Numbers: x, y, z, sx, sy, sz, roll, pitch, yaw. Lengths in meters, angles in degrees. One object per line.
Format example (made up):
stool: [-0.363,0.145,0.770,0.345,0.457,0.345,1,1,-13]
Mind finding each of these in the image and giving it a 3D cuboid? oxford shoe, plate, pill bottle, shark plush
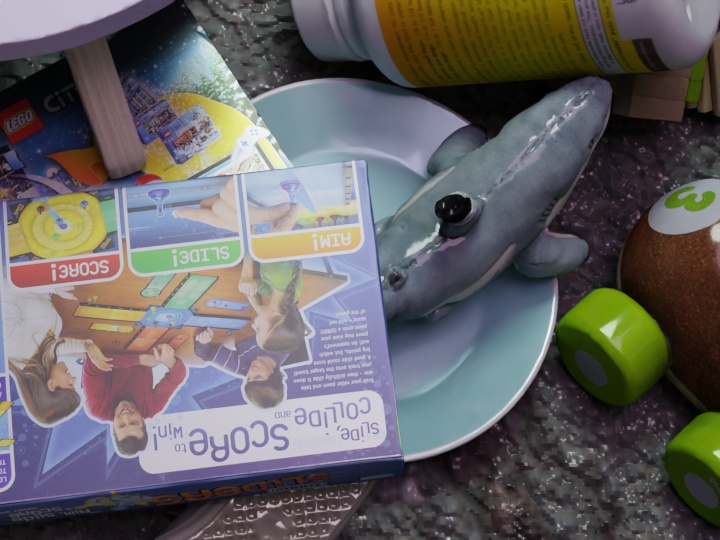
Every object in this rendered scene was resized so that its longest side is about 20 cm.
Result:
oxford shoe: [-0.061,0.131,0.842,0.075,0.058,0.200,42,80,-5]
plate: [0.000,0.000,0.933,0.198,0.026,0.202,5,67,-12]
pill bottle: [0.069,-0.147,0.927,0.198,0.109,0.110,-2,61,25]
shark plush: [0.034,-0.025,0.891,0.199,0.083,0.091,-25,76,-23]

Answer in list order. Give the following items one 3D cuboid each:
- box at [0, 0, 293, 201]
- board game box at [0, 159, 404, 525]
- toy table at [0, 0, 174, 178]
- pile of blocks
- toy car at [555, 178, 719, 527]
box: [-0.132,-0.021,0.879,0.199,0.038,0.137,-30,75,-15]
board game box: [-0.087,0.031,0.816,0.198,0.035,0.137,-6,72,-1]
toy table: [-0.132,-0.142,0.833,0.198,0.117,0.186,-9,77,-4]
pile of blocks: [0.186,-0.137,1.032,0.199,0.083,0.062,-29,34,-33]
toy car: [0.211,0.003,0.884,0.164,0.200,0.158,-39,82,-22]
